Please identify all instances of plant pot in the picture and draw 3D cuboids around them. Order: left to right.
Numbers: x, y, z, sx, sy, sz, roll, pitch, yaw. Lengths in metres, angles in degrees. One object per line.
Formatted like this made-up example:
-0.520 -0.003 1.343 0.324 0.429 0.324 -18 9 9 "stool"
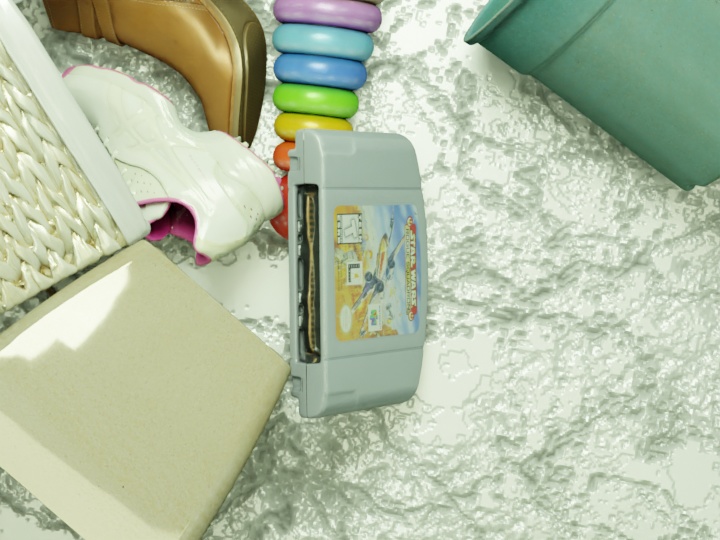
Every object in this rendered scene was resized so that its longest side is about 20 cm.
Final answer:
-0.158 0.092 1.257 0.200 0.200 0.177 40 81 0 "plant pot"
0.210 -0.173 1.275 0.196 0.200 0.200 41 88 -8 "plant pot"

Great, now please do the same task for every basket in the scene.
-0.257 -0.080 1.246 0.123 0.136 0.200 -33 104 -17 "basket"

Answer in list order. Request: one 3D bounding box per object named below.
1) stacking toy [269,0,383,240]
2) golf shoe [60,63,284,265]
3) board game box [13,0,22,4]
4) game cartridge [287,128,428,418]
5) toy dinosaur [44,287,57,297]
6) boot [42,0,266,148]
-0.030 -0.119 1.321 0.085 0.085 0.200 5 93 0 "stacking toy"
-0.153 -0.078 1.294 0.200 0.075 0.092 31 69 20 "golf shoe"
-0.190 -0.298 1.280 0.199 0.041 0.200 -28 46 -2 "board game box"
0.000 0.000 1.290 0.042 0.133 0.200 1 93 39 "game cartridge"
-0.317 -0.016 1.332 0.200 0.060 0.106 -5 119 -4 "toy dinosaur"
-0.154 -0.175 1.314 0.155 0.077 0.200 -1 120 13 "boot"
